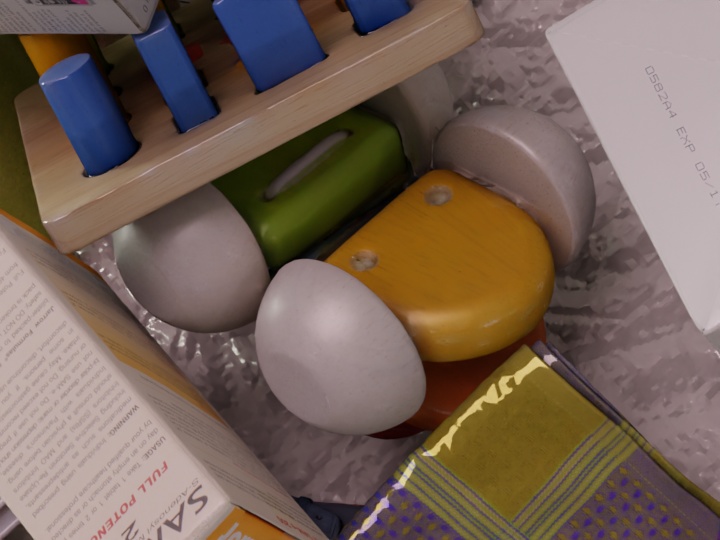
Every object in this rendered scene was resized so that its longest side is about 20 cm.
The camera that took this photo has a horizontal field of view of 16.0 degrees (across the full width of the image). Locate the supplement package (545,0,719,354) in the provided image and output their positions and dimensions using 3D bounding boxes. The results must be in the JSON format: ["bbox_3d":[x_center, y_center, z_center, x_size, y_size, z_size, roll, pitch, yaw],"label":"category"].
[{"bbox_3d":[0.198,-0.037,1.035,0.150,0.200,0.152,-30,60,11],"label":"supplement package"}]

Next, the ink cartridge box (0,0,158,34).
[{"bbox_3d":[-0.150,-0.194,1.125,0.199,0.043,0.197,4,63,30],"label":"ink cartridge box"}]

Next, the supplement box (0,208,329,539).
[{"bbox_3d":[-0.108,0.069,1.065,0.074,0.126,0.200,-45,60,3],"label":"supplement box"}]

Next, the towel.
[{"bbox_3d":[0.058,0.141,1.087,0.200,0.023,0.144,-45,97,3],"label":"towel"}]

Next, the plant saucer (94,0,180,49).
[{"bbox_3d":[-0.173,-0.172,1.273,0.200,0.200,0.035,31,66,32],"label":"plant saucer"}]

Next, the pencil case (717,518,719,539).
[{"bbox_3d":[0.178,0.177,1.024,0.085,0.092,0.201,-14,60,56],"label":"pencil case"}]

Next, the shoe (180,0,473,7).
[{"bbox_3d":[-0.038,-0.167,1.269,0.200,0.091,0.072,4,71,27],"label":"shoe"}]

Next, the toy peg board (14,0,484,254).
[{"bbox_3d":[-0.073,-0.122,1.128,0.200,0.098,0.199,-28,22,0],"label":"toy peg board"}]

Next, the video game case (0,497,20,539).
[{"bbox_3d":[-0.184,0.106,1.221,0.200,0.018,0.143,-42,17,5],"label":"video game case"}]

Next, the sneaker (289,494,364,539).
[{"bbox_3d":[-0.035,0.120,1.163,0.085,0.075,0.200,-45,67,4],"label":"sneaker"}]

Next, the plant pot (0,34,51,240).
[{"bbox_3d":[-0.256,-0.097,1.257,0.187,0.200,0.188,-12,49,15],"label":"plant pot"}]

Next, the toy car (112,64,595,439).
[{"bbox_3d":[0.000,0.000,1.153,0.200,0.150,0.175,33,58,29],"label":"toy car"}]
